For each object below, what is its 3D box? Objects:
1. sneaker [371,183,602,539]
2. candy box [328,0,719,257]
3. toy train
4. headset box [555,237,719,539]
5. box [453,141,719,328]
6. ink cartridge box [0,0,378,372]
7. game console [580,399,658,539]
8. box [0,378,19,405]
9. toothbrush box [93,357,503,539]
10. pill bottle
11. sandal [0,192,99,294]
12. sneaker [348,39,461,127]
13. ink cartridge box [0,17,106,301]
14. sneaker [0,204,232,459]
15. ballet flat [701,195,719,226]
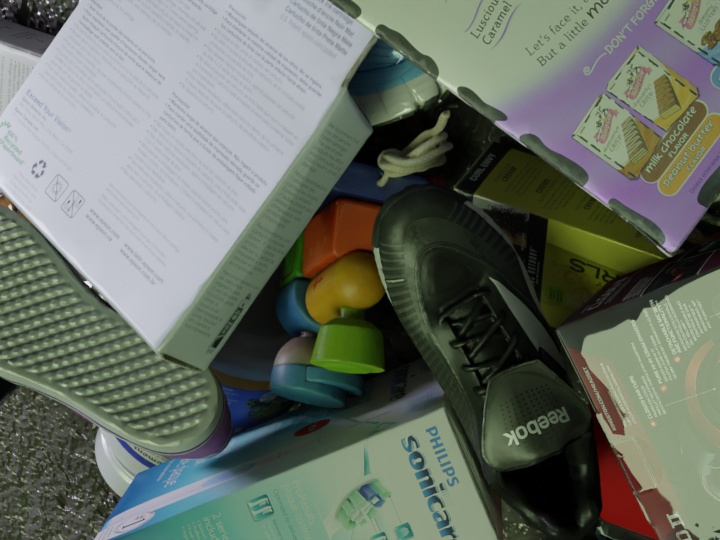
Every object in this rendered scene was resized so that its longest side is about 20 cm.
[{"bbox_3d":[0.069,0.049,0.897,0.200,0.066,0.091,63,178,-26],"label":"sneaker"},{"bbox_3d":[0.101,-0.134,0.788,0.200,0.072,0.168,37,102,4],"label":"candy box"},{"bbox_3d":[0.000,0.000,0.957,0.084,0.116,0.200,10,166,-15],"label":"toy train"},{"bbox_3d":[0.196,0.055,0.857,0.200,0.075,0.149,-24,95,33],"label":"headset box"},{"bbox_3d":[0.144,0.003,0.952,0.200,0.050,0.075,20,134,20],"label":"box"},{"bbox_3d":[-0.085,-0.084,0.944,0.041,0.200,0.200,26,-167,-50],"label":"ink cartridge box"},{"bbox_3d":[0.221,0.124,0.985,0.200,0.172,0.119,19,92,24],"label":"game console"},{"bbox_3d":[-0.303,-0.011,1.236,0.148,0.104,0.200,14,132,27],"label":"box"},{"bbox_3d":[-0.028,0.129,1.018,0.200,0.146,0.085,-21,98,7],"label":"toothbrush box"},{"bbox_3d":[-0.095,0.064,1.139,0.112,0.112,0.200,37,139,4],"label":"pill bottle"},{"bbox_3d":[-0.185,-0.020,1.053,0.200,0.055,0.082,-7,99,39],"label":"sandal"},{"bbox_3d":[-0.026,-0.112,0.981,0.200,0.078,0.090,-11,97,41],"label":"sneaker"},{"bbox_3d":[-0.173,-0.029,1.105,0.176,0.045,0.201,22,116,31],"label":"ink cartridge box"},{"bbox_3d":[-0.154,0.040,1.005,0.200,0.073,0.114,37,174,11],"label":"sneaker"},{"bbox_3d":[0.129,-0.101,0.860,0.072,0.072,0.200,-23,109,46],"label":"ballet flat"}]
